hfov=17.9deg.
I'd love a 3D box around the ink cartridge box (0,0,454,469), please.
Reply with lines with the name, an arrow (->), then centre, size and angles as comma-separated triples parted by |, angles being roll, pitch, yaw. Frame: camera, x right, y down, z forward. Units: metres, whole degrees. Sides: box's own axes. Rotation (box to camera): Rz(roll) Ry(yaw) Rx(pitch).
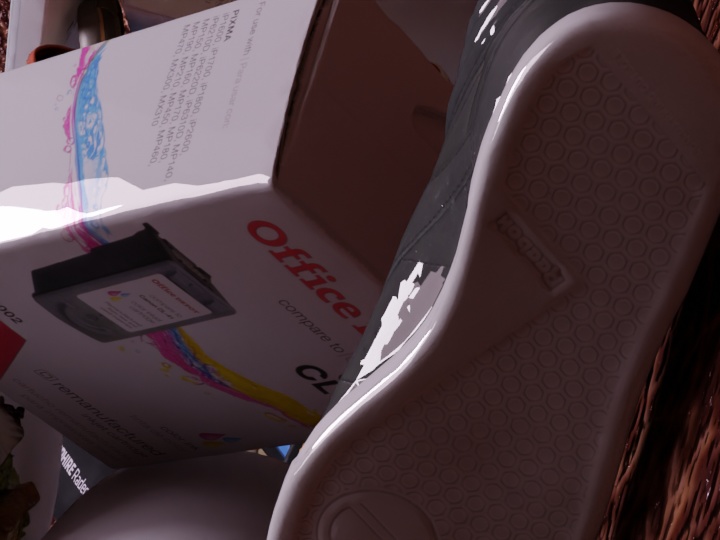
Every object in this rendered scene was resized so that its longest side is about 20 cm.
ink cartridge box -> -0.052, -0.008, 0.784 | 0.199, 0.147, 0.086 | -10, 52, 39

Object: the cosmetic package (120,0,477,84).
cosmetic package -> 0.006, -0.184, 1.119 | 0.123, 0.198, 0.201 | 135, 152, -85

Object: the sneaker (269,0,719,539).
sneaker -> 0.035, 0.010, 0.556 | 0.099, 0.070, 0.201 | -74, 7, -61

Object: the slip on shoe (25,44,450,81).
slip on shoe -> -0.058, -0.077, 1.016 | 0.074, 0.198, 0.062 | -92, 0, -55

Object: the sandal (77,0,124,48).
sandal -> -0.143, -0.032, 1.084 | 0.082, 0.054, 0.202 | -150, 64, -81

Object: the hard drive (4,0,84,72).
hard drive -> -0.126, -0.170, 1.088 | 0.133, 0.027, 0.200 | -62, -2, -28

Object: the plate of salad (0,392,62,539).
plate of salad -> -0.158, 0.055, 0.844 | 0.200, 0.048, 0.202 | 10, -101, -63

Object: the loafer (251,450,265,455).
loafer -> -0.057, 0.196, 1.741 | 0.201, 0.068, 0.076 | 81, -158, -55

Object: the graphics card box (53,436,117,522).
graphics card box -> -0.082, 0.129, 1.073 | 0.051, 0.125, 0.200 | -54, 29, 3

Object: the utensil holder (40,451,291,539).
utensil holder -> -0.062, 0.161, 0.797 | 0.200, 0.168, 0.171 | -75, 1, -78

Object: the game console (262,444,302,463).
game console -> -0.073, 0.093, 1.321 | 0.200, 0.118, 0.173 | 104, -171, -61
